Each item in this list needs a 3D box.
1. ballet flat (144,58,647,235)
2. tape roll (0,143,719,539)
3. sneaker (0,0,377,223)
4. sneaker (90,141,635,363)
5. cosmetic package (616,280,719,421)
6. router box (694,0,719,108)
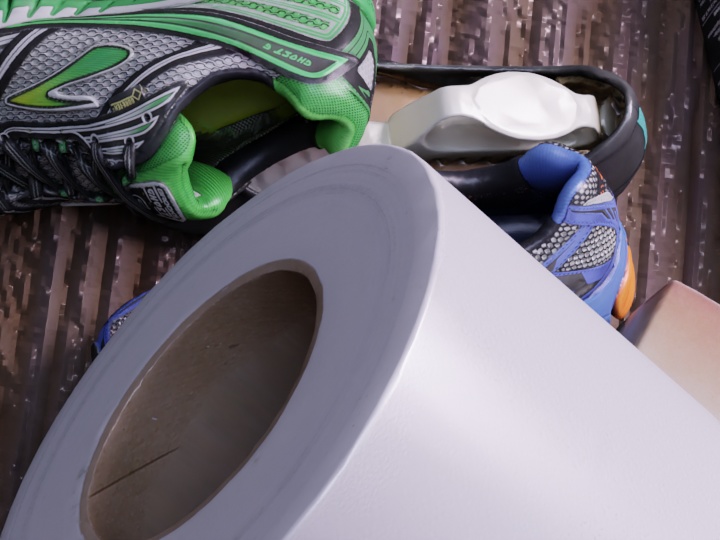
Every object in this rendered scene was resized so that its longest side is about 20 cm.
[{"bbox_3d":[0.009,-0.054,1.015,0.199,0.068,0.068,-4,72,-11],"label":"ballet flat"},{"bbox_3d":[0.000,0.081,0.866,0.139,0.202,0.203,41,68,-24],"label":"tape roll"},{"bbox_3d":[-0.089,-0.053,0.958,0.199,0.078,0.086,-19,51,14],"label":"sneaker"},{"bbox_3d":[0.000,0.000,0.980,0.199,0.079,0.076,-19,52,-12],"label":"sneaker"},{"bbox_3d":[0.093,0.118,0.967,0.103,0.087,0.201,30,71,-2],"label":"cosmetic package"},{"bbox_3d":[0.236,-0.079,1.072,0.199,0.051,0.150,-9,77,-13],"label":"router box"}]
